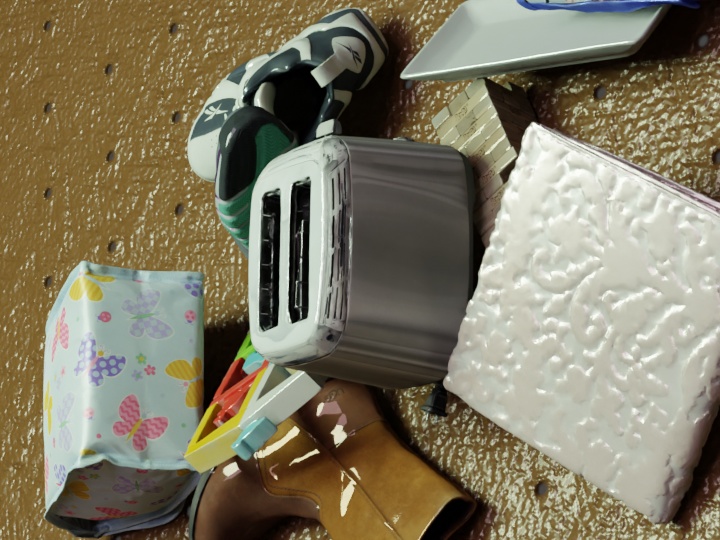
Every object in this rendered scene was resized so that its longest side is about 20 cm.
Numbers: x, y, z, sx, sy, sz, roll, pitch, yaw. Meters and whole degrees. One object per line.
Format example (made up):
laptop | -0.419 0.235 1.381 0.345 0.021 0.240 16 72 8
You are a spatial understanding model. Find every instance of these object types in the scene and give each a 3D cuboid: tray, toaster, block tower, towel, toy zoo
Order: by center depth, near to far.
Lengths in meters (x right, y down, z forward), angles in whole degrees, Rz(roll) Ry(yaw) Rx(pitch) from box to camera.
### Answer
towel | 0.156 0.031 1.399 0.191 0.032 0.201 31 113 32
toaster | 0.000 0.000 1.499 0.114 0.129 0.201 -15 70 53
block tower | 0.110 -0.047 1.521 0.054 0.058 0.200 -43 47 26
tray | 0.132 -0.166 1.530 0.200 0.022 0.107 -5 32 39
toy zoo | -0.060 0.072 1.598 0.131 0.020 0.200 -36 16 33

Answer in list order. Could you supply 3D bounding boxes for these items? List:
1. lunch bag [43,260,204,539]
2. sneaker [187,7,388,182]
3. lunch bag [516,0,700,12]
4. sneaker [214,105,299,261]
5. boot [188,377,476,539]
lunch bag | -0.188 0.106 1.725 0.200 0.127 0.170 131 140 -59
sneaker | -0.075 -0.116 1.687 0.199 0.080 0.130 -27 11 28
lunch bag | 0.187 -0.271 1.478 0.170 0.124 0.201 5 78 48
sneaker | -0.087 -0.061 1.633 0.074 0.200 0.088 -36 56 -17
boot | -0.023 0.183 1.573 0.188 0.068 0.200 -48 46 5
